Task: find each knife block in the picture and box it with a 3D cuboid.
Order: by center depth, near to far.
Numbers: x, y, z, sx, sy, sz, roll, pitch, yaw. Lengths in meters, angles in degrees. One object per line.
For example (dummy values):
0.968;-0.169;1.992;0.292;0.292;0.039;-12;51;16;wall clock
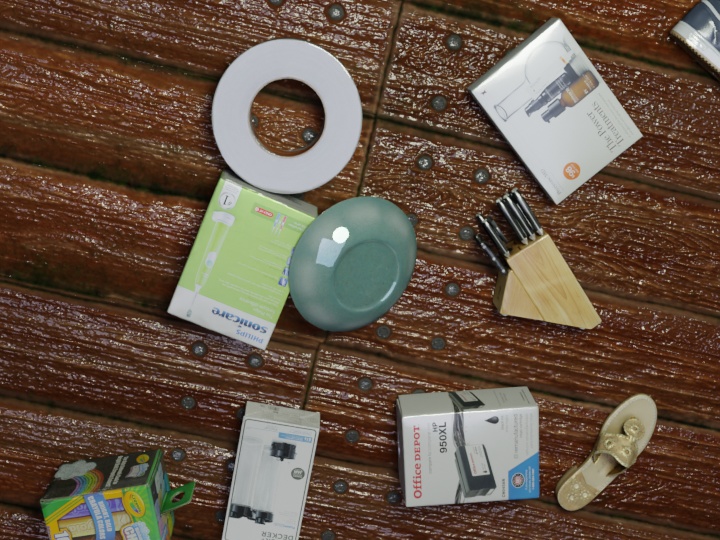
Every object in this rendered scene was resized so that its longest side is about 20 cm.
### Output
0.253;-0.022;1.409;0.198;0.064;0.177;10;104;-6;knife block

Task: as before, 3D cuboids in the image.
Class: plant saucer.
0.000;0.000;1.369;0.199;0.039;0.203;-13;119;-25;plant saucer

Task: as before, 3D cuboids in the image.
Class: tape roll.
-0.097;-0.207;1.342;0.198;0.066;0.203;-1;105;-2;tape roll

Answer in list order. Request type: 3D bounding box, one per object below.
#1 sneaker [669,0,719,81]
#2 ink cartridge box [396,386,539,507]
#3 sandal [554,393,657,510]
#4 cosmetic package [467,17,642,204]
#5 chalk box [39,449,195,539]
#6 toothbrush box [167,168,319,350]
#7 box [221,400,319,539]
0.525;-0.297;1.352;0.199;0.070;0.109;38;101;-8;sneaker
0.155;0.256;1.464;0.198;0.084;0.146;-4;104;-2;ink cartridge box
0.376;0.283;1.491;0.077;0.070;0.212;37;99;-12;sandal
0.264;-0.216;1.369;0.150;0.052;0.200;-38;103;9;cosmetic package
-0.334;0.342;1.438;0.198;0.125;0.125;-7;105;0;chalk box
-0.159;-0.016;1.376;0.144;0.086;0.202;21;101;-10;toothbrush box
-0.130;0.303;1.472;0.115;0.060;0.202;11;104;-6;box
